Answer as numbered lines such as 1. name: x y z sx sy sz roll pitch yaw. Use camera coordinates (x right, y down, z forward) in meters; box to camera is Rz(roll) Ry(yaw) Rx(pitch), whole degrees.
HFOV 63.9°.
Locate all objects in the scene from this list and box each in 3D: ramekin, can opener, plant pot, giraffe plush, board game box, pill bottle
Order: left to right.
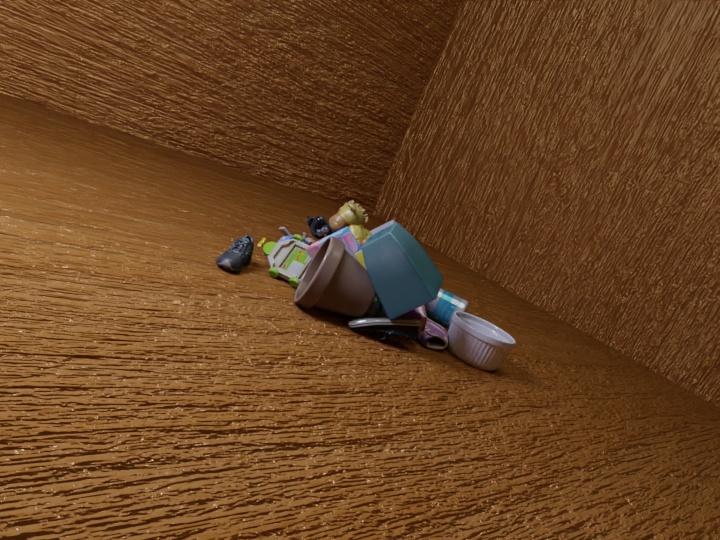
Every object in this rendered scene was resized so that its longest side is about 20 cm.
1. can opener: -0.095 -0.091 1.790 0.200 0.063 0.079 55 5 -32
2. plant pot: -0.055 0.038 1.521 0.174 0.201 0.200 31 9 -13
3. board game box: -0.043 -0.008 1.620 0.201 0.153 0.040 57 42 -14
4. giraffe plush: -0.025 -0.120 1.716 0.200 0.163 0.172 -31 13 -34
5. plant pot: 0.099 -0.010 1.499 0.201 0.141 0.141 59 25 -11
6. pill bottle: 0.260 0.115 1.982 0.199 0.111 0.111 26 11 12
7. ramekin: 0.348 0.213 1.722 0.199 0.106 0.200 23 12 -5

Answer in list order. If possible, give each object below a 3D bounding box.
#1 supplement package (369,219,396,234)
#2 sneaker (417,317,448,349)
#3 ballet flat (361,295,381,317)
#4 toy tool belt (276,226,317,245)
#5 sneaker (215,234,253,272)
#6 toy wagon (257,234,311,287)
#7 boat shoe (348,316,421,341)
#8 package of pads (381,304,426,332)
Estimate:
1. supplement package: 0.077 -0.025 1.849 0.151 0.151 0.201 51 27 -28
2. sneaker: 0.165 0.164 1.668 0.200 0.073 0.114 23 14 -2
3. ballet flat: 0.033 0.107 1.677 0.064 0.076 0.200 -9 0 11
4. toy tool belt: -0.181 -0.052 1.783 0.200 0.123 0.125 30 47 33
5. sneaker: -0.343 -0.052 1.599 0.075 0.080 0.200 23 12 -3
6. toy wagon: -0.208 -0.038 1.692 0.199 0.040 0.155 24 54 11
7. boat shoe: 0.065 0.155 1.520 0.199 0.063 0.075 5 3 -17
8. package of pads: 0.119 0.083 1.655 0.120 0.076 0.201 1 44 -3
